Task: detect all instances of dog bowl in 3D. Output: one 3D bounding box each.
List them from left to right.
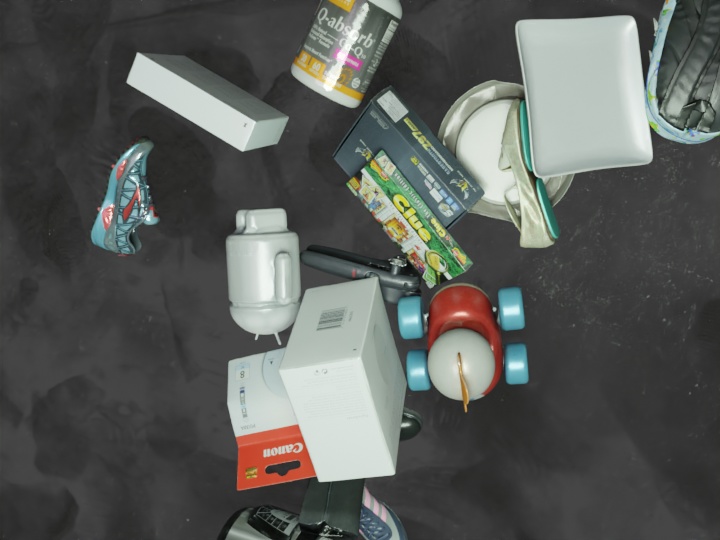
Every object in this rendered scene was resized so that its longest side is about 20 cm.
[{"bbox_3d":[0.207,-0.168,1.145,0.195,0.059,0.205,3,102,12],"label":"dog bowl"}]

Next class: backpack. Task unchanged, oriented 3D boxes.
[{"bbox_3d":[0.446,-0.266,1.040,0.159,0.154,0.205,15,83,4],"label":"backpack"}]

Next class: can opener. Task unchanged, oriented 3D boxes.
[{"bbox_3d":[0.000,0.000,1.222,0.196,0.063,0.080,16,104,9],"label":"can opener"}]

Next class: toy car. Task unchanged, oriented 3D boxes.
[{"bbox_3d":[0.144,0.135,1.130,0.180,0.201,0.181,-5,116,11],"label":"toy car"}]

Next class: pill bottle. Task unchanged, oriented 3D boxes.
[{"bbox_3d":[-0.010,-0.344,1.131,0.115,0.116,0.203,29,106,6],"label":"pill bottle"}]

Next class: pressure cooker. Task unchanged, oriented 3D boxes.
[{"bbox_3d":[-0.121,0.481,1.275,0.196,0.178,0.181,9,142,22],"label":"pressure cooker"}]

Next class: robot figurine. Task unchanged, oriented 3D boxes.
[{"bbox_3d":[-0.147,0.008,1.224,0.111,0.169,0.205,-5,95,-27],"label":"robot figurine"}]

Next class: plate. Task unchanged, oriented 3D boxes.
[{"bbox_3d":[0.295,-0.233,1.078,0.196,0.032,0.205,-9,92,-21],"label":"plate"}]

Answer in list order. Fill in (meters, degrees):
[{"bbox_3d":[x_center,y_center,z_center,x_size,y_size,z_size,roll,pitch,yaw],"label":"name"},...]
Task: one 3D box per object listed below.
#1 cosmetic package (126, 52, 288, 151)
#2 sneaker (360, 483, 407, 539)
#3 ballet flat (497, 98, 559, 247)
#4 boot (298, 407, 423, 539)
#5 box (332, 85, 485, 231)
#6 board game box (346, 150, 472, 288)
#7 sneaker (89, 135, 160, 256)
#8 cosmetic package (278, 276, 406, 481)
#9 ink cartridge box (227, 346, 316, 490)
[{"bbox_3d":[-0.218,-0.249,1.179,0.197,0.151,0.052,31,106,6],"label":"cosmetic package"},{"bbox_3d":[-0.001,0.389,1.287,0.070,0.082,0.201,-40,90,17],"label":"sneaker"},{"bbox_3d":[0.216,-0.126,1.090,0.061,0.067,0.205,-11,97,30],"label":"ballet flat"},{"bbox_3d":[0.002,0.303,1.210,0.161,0.202,0.066,-3,133,20],"label":"boot"},{"bbox_3d":[0.063,-0.137,1.143,0.201,0.051,0.158,49,150,0],"label":"box"},{"bbox_3d":[0.067,-0.068,1.143,0.201,0.023,0.104,50,150,-4],"label":"board game box"},{"bbox_3d":[-0.355,-0.115,1.284,0.094,0.080,0.203,26,114,-3],"label":"sneaker"},{"bbox_3d":[-0.017,0.154,1.157,0.120,0.201,0.204,-10,118,15],"label":"cosmetic package"},{"bbox_3d":[-0.129,0.221,1.244,0.156,0.047,0.204,-13,57,15],"label":"ink cartridge box"}]
